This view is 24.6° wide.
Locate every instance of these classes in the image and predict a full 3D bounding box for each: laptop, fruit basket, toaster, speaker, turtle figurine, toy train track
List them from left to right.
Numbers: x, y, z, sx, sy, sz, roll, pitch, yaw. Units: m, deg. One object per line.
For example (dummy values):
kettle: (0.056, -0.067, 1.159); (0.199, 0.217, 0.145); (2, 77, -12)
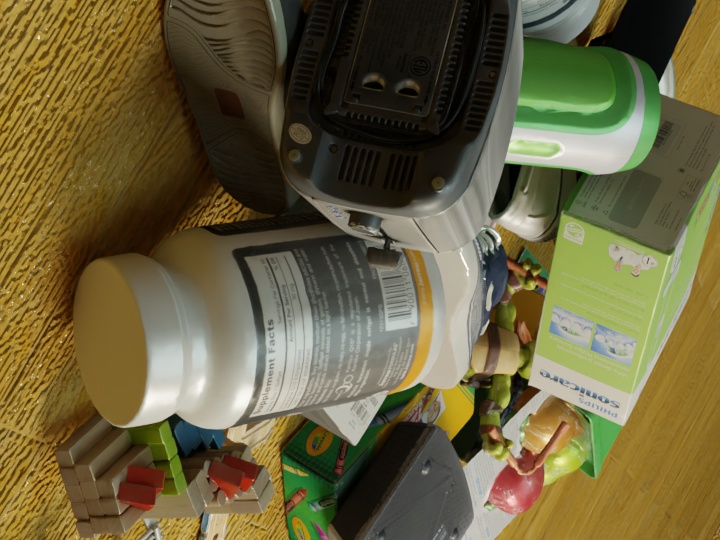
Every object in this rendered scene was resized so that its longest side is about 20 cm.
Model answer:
toy train track: (-0.093, 0.169, 1.194); (0.115, 0.032, 0.201); (-30, 141, -51)
toaster: (0.030, -0.104, 0.913); (0.129, 0.113, 0.201); (61, 41, -72)
turtle figurine: (0.092, 0.051, 1.296); (0.160, 0.064, 0.202); (15, 80, -30)
speaker: (0.089, -0.110, 1.059); (0.198, 0.089, 0.089); (4, 118, -22)
fruit basket: (0.152, 0.161, 1.515); (0.200, 0.094, 0.186); (-39, 150, -13)
laptop: (0.186, -0.168, 1.306); (0.103, 0.200, 0.178); (39, 64, -22)

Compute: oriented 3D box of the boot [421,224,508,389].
boot: (0.059, -0.009, 1.100); (0.091, 0.072, 0.201); (-58, 163, -28)

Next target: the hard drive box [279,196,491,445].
hard drive box: (0.000, 0.000, 1.151); (0.201, 0.076, 0.156); (-57, 155, -13)

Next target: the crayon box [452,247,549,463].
crayon box: (0.143, 0.091, 1.560); (0.201, 0.051, 0.126); (-62, 156, -4)

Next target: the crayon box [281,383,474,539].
crayon box: (0.018, 0.131, 1.343); (0.200, 0.058, 0.119); (-46, 151, -33)

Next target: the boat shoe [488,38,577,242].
boat shoe: (0.117, -0.122, 1.201); (0.065, 0.073, 0.201); (17, 59, -40)

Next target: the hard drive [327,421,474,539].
hard drive: (0.033, 0.205, 1.326); (0.135, 0.042, 0.200); (-55, 154, -18)

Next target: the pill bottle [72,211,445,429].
pill bottle: (-0.058, 0.028, 0.961); (0.199, 0.116, 0.117); (-9, 126, -34)

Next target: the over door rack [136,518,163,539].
over door rack: (-0.173, 0.263, 1.069); (0.148, 0.066, 0.201); (-42, 128, -39)

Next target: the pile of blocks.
pile of blocks: (-0.107, 0.118, 1.037); (0.200, 0.062, 0.083); (5, 81, -64)

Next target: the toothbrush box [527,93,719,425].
toothbrush box: (0.198, -0.009, 1.211); (0.146, 0.086, 0.201); (-56, 159, -35)

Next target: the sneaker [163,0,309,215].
sneaker: (-0.051, -0.135, 0.938); (0.201, 0.074, 0.107); (86, 28, -52)

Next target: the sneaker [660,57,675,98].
sneaker: (0.217, -0.121, 1.465); (0.081, 0.076, 0.201); (-8, 120, -59)

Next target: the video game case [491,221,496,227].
video game case: (0.108, -0.104, 1.333); (0.201, 0.017, 0.143); (-63, 156, -1)

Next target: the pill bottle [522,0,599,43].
pill bottle: (0.093, -0.221, 1.060); (0.120, 0.119, 0.200); (-60, 156, -5)
